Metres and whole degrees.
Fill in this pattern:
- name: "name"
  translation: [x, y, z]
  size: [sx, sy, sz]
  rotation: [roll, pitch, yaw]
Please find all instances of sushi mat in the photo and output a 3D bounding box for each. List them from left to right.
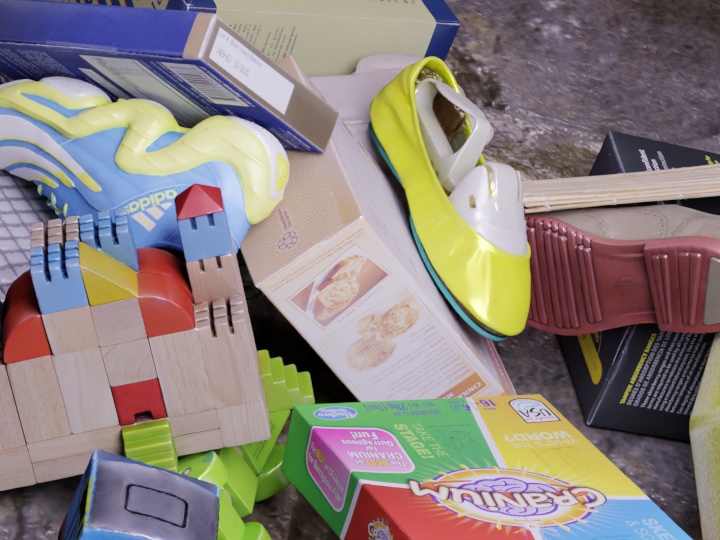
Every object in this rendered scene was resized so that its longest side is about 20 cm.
- name: "sushi mat"
  translation: [0.172, -0.051, 1.758]
  size: [0.200, 0.012, 0.096]
  rotation: [-5, 8, -19]

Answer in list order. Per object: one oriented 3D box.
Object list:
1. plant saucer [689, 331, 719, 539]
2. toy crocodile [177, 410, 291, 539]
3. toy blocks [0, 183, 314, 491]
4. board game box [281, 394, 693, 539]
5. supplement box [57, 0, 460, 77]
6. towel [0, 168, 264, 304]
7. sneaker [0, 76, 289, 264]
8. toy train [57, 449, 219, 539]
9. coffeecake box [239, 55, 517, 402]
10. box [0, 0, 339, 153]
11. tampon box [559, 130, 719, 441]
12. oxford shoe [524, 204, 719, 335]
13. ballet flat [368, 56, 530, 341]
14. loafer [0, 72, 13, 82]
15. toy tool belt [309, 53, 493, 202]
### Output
- name: "plant saucer"
  translation: [0.228, 0.111, 1.691]
  size: [0.048, 0.200, 0.200]
  rotation: [-1, 28, 17]
- name: "toy crocodile"
  translation: [-0.080, 0.113, 1.594]
  size: [0.068, 0.062, 0.200]
  rotation: [59, 25, -22]
- name: "toy blocks"
  translation: [-0.133, 0.032, 1.530]
  size: [0.200, 0.137, 0.100]
  rotation: [-11, 31, 0]
- name: "board game box"
  translation: [0.069, 0.127, 1.506]
  size: [0.153, 0.040, 0.200]
  rotation: [-2, 25, -27]
- name: "supplement box"
  translation: [-0.081, -0.168, 1.923]
  size: [0.200, 0.134, 0.200]
  rotation: [0, 39, -32]
- name: "towel"
  translation: [-0.170, -0.009, 1.690]
  size: [0.200, 0.086, 0.166]
  rotation: [-5, 40, -34]
- name: "sneaker"
  translation: [-0.142, -0.042, 1.605]
  size: [0.200, 0.076, 0.105]
  rotation: [7, 60, 27]
- name: "toy train"
  translation: [-0.118, 0.182, 1.414]
  size: [0.087, 0.114, 0.200]
  rotation: [17, 33, -9]
- name: "coffeecake box"
  translation: [0.000, 0.000, 1.689]
  size: [0.200, 0.073, 0.154]
  rotation: [50, 11, -41]
- name: "box"
  translation: [-0.125, -0.108, 1.624]
  size: [0.200, 0.032, 0.121]
  rotation: [7, -18, 37]
- name: "tampon box"
  translation: [0.236, 0.020, 1.854]
  size: [0.200, 0.126, 0.150]
  rotation: [11, 34, -17]
- name: "oxford shoe"
  translation: [0.148, -0.005, 1.721]
  size: [0.200, 0.071, 0.075]
  rotation: [9, 28, 30]
- name: "ballet flat"
  translation: [0.058, -0.049, 1.695]
  size: [0.067, 0.067, 0.200]
  rotation: [18, 33, -36]
- name: "loafer"
  translation: [-0.242, -0.128, 1.810]
  size: [0.200, 0.075, 0.070]
  rotation: [35, 29, 33]
- name: "toy tool belt"
  translation: [-0.023, -0.053, 1.824]
  size: [0.200, 0.123, 0.125]
  rotation: [-6, 39, -25]
